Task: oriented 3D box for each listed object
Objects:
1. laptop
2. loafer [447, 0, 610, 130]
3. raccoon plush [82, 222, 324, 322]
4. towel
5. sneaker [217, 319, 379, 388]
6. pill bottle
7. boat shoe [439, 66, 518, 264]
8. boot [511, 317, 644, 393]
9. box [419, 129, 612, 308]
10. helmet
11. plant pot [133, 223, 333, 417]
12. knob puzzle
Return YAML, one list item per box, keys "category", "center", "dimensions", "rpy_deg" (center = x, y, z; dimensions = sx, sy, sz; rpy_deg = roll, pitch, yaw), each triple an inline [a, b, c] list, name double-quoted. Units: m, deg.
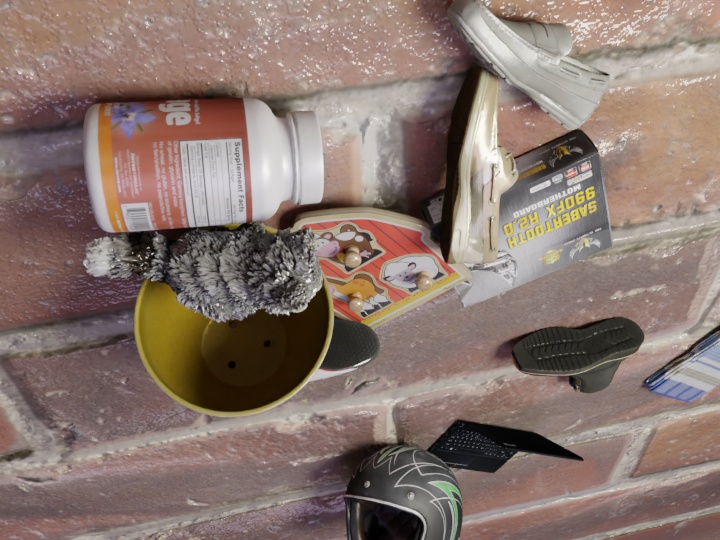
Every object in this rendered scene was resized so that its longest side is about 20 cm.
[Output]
- category: "laptop"
  center: [0.231, 0.318, 1.138]
  dimensions: [0.176, 0.104, 0.201]
  rpy_deg: [16, 127, -28]
- category: "loafer"
  center: [0.160, -0.203, 0.633]
  dimensions: [0.199, 0.070, 0.070]
  rpy_deg: [20, 118, -39]
- category: "raccoon plush"
  center: [-0.128, 0.006, 0.597]
  dimensions: [0.198, 0.134, 0.098]
  rpy_deg: [-9, 94, -30]
- category: "towel"
  center: [0.591, 0.152, 1.136]
  dimensions: [0.146, 0.024, 0.200]
  rpy_deg: [18, 128, -33]
- category: "sneaker"
  center: [-0.078, 0.116, 0.866]
  dimensions: [0.199, 0.068, 0.108]
  rpy_deg: [-12, 162, -9]
- category: "pill bottle"
  center: [-0.137, -0.097, 0.615]
  dimensions: [0.198, 0.113, 0.113]
  rpy_deg: [-5, 135, -12]
- category: "boat shoe"
  center: [0.123, -0.101, 0.687]
  dimensions: [0.064, 0.072, 0.202]
  rpy_deg: [2, 112, -4]
- category: "boot"
  center: [0.315, 0.151, 1.023]
  dimensions: [0.198, 0.078, 0.139]
  rpy_deg: [-6, 140, -9]
- category: "box"
  center: [0.186, -0.054, 0.796]
  dimensions: [0.198, 0.049, 0.159]
  rpy_deg: [-23, 135, 7]
- category: "helmet"
  center: [0.070, 0.377, 1.088]
  dimensions: [0.198, 0.193, 0.200]
  rpy_deg: [-5, 179, 0]
- category: "plant pot"
  center: [-0.131, 0.067, 0.744]
  dimensions: [0.198, 0.202, 0.142]
  rpy_deg: [-9, 162, -8]
- category: "knob puzzle"
  center: [0.000, 0.000, 0.776]
  dimensions: [0.217, 0.031, 0.221]
  rpy_deg: [2, 141, 2]
